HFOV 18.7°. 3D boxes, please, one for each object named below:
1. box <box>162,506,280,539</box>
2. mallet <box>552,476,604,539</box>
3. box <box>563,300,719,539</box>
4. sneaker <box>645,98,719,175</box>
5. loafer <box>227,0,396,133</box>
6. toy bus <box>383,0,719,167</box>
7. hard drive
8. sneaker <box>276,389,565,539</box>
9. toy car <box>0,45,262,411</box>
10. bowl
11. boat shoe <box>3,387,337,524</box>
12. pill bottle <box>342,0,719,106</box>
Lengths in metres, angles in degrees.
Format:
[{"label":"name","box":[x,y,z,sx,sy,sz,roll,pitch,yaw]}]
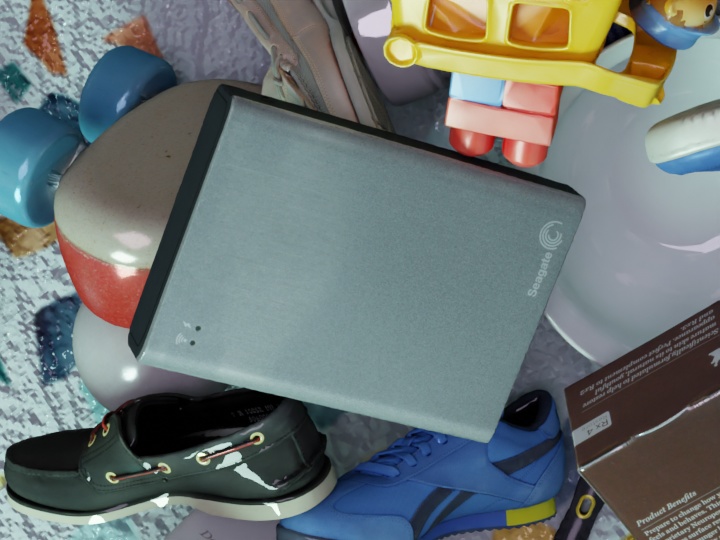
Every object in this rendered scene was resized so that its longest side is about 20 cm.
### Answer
[{"label":"box","box":[-0.068,0.255,1.176,0.200,0.171,0.199,39,125,5]},{"label":"mallet","box":[0.102,0.216,1.241,0.066,0.041,0.201,32,96,8]},{"label":"box","box":[0.201,0.123,1.145,0.100,0.075,0.200,-30,122,17]},{"label":"sneaker","box":[0.244,-0.039,1.074,0.199,0.077,0.112,-10,96,-3]},{"label":"loafer","box":[-0.029,-0.107,1.175,0.063,0.072,0.201,-25,46,6]},{"label":"toy bus","box":[0.105,-0.139,1.036,0.199,0.136,0.193,8,121,9]},{"label":"hard drive","box":[0.000,0.000,1.085,0.199,0.033,0.140,14,106,-25]},{"label":"sneaker","box":[0.033,0.106,1.174,0.066,0.199,0.079,17,108,45]},{"label":"toy car","box":[-0.101,0.010,1.222,0.184,0.177,0.201,25,129,21]},{"label":"bowl","box":[0.179,-0.043,1.163,0.200,0.090,0.202,1,106,3]},{"label":"boat shoe","box":[-0.108,0.093,1.155,0.200,0.074,0.063,-5,117,31]},{"label":"pill bottle","box":[0.094,-0.163,1.164,0.199,0.120,0.120,-21,91,12]}]
